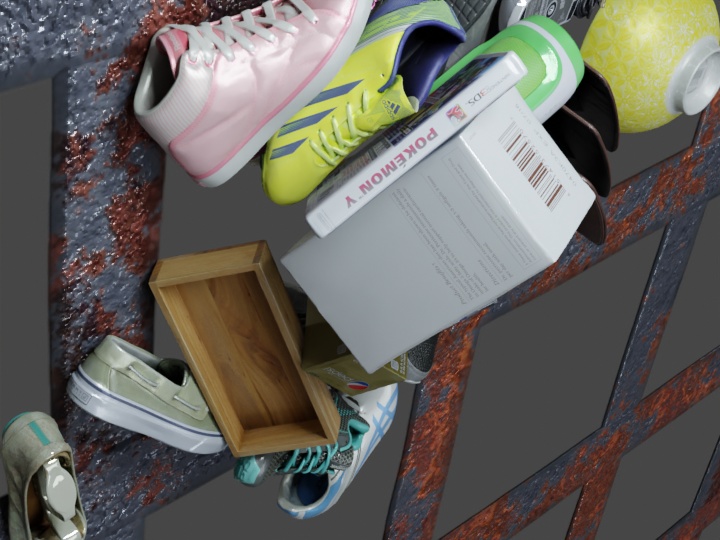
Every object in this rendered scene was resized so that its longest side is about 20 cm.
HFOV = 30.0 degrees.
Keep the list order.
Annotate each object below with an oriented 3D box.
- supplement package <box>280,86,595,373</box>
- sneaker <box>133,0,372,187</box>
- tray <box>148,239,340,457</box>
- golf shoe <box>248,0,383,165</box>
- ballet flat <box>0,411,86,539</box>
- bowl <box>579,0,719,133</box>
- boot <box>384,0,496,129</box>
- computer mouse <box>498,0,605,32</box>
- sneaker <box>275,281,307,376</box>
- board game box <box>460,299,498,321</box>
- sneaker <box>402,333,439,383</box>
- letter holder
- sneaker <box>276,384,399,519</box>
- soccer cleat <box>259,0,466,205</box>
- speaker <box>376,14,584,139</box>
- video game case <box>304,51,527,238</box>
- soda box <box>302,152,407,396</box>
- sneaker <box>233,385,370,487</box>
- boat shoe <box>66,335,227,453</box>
[{"bbox_3d":[0.058,-0.031,1.025,0.199,0.117,0.117,-32,-170,36],"label":"supplement package"},{"bbox_3d":[-0.084,-0.161,0.977,0.200,0.075,0.105,-47,130,6],"label":"sneaker"},{"bbox_3d":[-0.094,0.070,1.139,0.037,0.098,0.201,-79,154,-51],"label":"tray"},{"bbox_3d":[-0.039,-0.168,1.075,0.200,0.075,0.091,-50,157,7],"label":"golf shoe"},{"bbox_3d":[-0.261,0.202,1.123,0.067,0.062,0.201,-34,143,-29],"label":"ballet flat"},{"bbox_3d":[0.336,-0.229,1.472,0.200,0.107,0.201,-34,143,-30],"label":"bowl"},{"bbox_3d":[0.091,-0.209,1.218,0.201,0.070,0.131,-56,155,18],"label":"boot"},{"bbox_3d":[0.186,-0.273,1.293,0.199,0.044,0.110,-34,148,-41],"label":"computer mouse"},{"bbox_3d":[-0.014,0.067,1.231,0.199,0.099,0.071,10,120,-32],"label":"sneaker"},{"bbox_3d":[0.068,-0.028,1.346,0.199,0.062,0.201,-24,135,-37],"label":"board game box"},{"bbox_3d":[0.067,0.004,1.217,0.078,0.077,0.202,8,90,-57],"label":"sneaker"},{"bbox_3d":[0.216,-0.121,1.338,0.101,0.142,0.200,-49,160,-3],"label":"letter holder"},{"bbox_3d":[-0.022,0.176,1.404,0.201,0.072,0.072,-61,163,11],"label":"sneaker"},{"bbox_3d":[-0.001,-0.125,1.009,0.201,0.084,0.065,-50,143,6],"label":"soccer cleat"},{"bbox_3d":[0.100,-0.133,1.155,0.200,0.088,0.089,-41,146,-17],"label":"speaker"},{"bbox_3d":[0.035,-0.098,0.998,0.182,0.023,0.200,-39,-173,4],"label":"video game case"},{"bbox_3d":[0.000,0.000,1.161,0.068,0.064,0.202,31,50,-41],"label":"soda box"},{"bbox_3d":[-0.049,0.163,1.291,0.078,0.091,0.200,-61,168,25],"label":"sneaker"},{"bbox_3d":[-0.164,0.109,1.155,0.062,0.072,0.200,-53,146,7],"label":"boat shoe"}]
